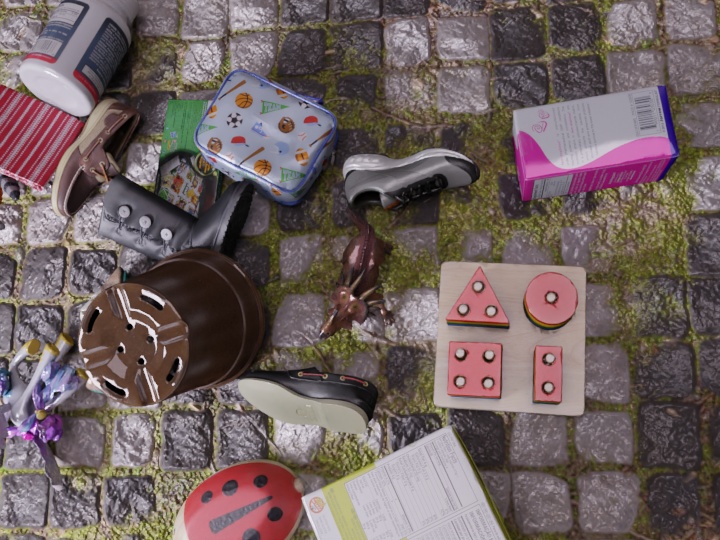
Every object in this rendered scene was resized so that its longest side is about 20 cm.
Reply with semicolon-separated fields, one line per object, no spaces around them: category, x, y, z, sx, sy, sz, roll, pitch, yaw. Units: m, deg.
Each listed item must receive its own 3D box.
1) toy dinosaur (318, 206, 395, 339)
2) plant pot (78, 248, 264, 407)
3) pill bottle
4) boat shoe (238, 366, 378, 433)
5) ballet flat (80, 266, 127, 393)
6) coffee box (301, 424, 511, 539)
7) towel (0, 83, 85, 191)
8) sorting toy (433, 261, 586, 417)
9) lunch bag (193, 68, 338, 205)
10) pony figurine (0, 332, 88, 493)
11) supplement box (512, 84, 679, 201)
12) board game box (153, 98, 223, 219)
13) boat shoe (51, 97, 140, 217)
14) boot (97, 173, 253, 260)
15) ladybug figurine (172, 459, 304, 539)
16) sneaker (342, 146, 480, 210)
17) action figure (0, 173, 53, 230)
toy dinosaur;0.000;0.000;1.069;0.085;0.136;0.203;1;77;10
plant pot;-0.252;0.080;1.035;0.197;0.198;0.203;2;97;13
pill bottle;-0.428;-0.354;1.227;0.118;0.120;0.202;17;68;13
boat shoe;-0.072;0.170;1.084;0.199;0.074;0.063;7;42;21
ballet flat;-0.366;0.081;1.125;0.066;0.068;0.202;0;56;-16
coffee box;0.074;0.322;0.949;0.196;0.200;0.202;-27;73;2
towel;-0.540;-0.212;1.193;0.198;0.023;0.146;24;58;-8
sorting toy;0.199;0.084;1.049;0.197;0.070;0.202;2;78;11
lunch bag;-0.131;-0.198;1.162;0.198;0.076;0.162;28;77;7
pony figurine;-0.473;0.201;1.114;0.201;0.166;0.193;-50;42;0
supplement box;0.311;-0.169;1.071;0.197;0.103;0.103;-7;77;7
board game box;-0.259;-0.164;1.210;0.103;0.023;0.203;4;79;13
boat shoe;-0.402;-0.168;1.213;0.071;0.072;0.202;22;76;15
boot;-0.272;-0.090;1.150;0.198;0.066;0.167;26;99;11
ladybug figurine;-0.166;0.329;1.055;0.199;0.072;0.137;-31;74;1
sneaker;0.071;-0.122;1.113;0.197;0.074;0.080;-4;63;15
action figure;-0.539;-0.190;1.226;0.199;0.105;0.195;-34;83;2
